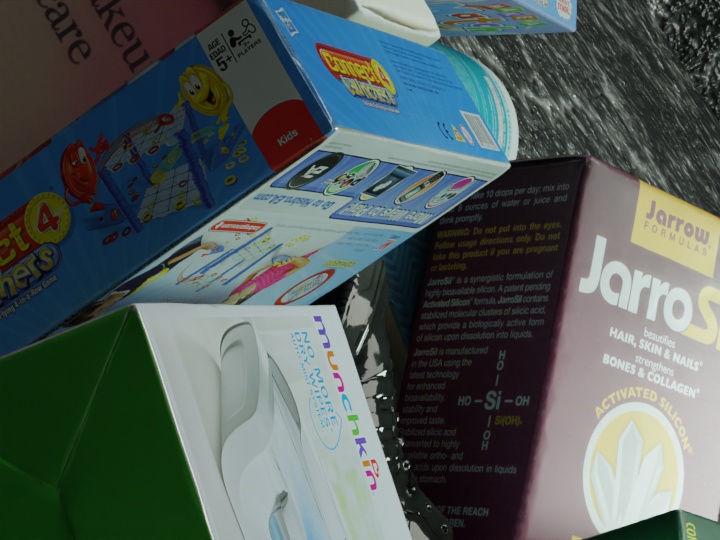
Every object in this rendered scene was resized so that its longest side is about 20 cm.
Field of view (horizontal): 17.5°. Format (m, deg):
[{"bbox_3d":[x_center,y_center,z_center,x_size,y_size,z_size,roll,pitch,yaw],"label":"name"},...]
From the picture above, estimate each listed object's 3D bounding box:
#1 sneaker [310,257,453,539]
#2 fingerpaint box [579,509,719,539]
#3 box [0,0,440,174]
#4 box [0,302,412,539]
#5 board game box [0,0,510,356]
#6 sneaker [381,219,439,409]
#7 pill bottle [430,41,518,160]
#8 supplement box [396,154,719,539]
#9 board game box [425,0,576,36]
[{"bbox_3d":[-0.003,0.093,0.978,0.104,0.060,0.201,37,52,-26],"label":"sneaker"},{"bbox_3d":[0.170,0.220,0.990,0.166,0.073,0.201,22,57,-38],"label":"fingerpaint box"},{"bbox_3d":[-0.092,-0.093,0.910,0.128,0.200,0.109,59,16,9],"label":"box"},{"bbox_3d":[-0.048,0.120,0.784,0.176,0.096,0.201,5,66,-69],"label":"box"},{"bbox_3d":[-0.064,-0.013,0.853,0.056,0.195,0.200,60,16,11],"label":"board game box"},{"bbox_3d":[0.000,0.000,1.123,0.076,0.080,0.201,-39,122,-46],"label":"sneaker"},{"bbox_3d":[0.013,-0.085,1.351,0.111,0.111,0.200,61,16,13],"label":"pill bottle"},{"bbox_3d":[0.097,0.063,1.083,0.131,0.103,0.201,20,75,-37],"label":"supplement box"},{"bbox_3d":[0.008,-0.160,1.341,0.151,0.199,0.037,8,82,-68],"label":"board game box"}]
